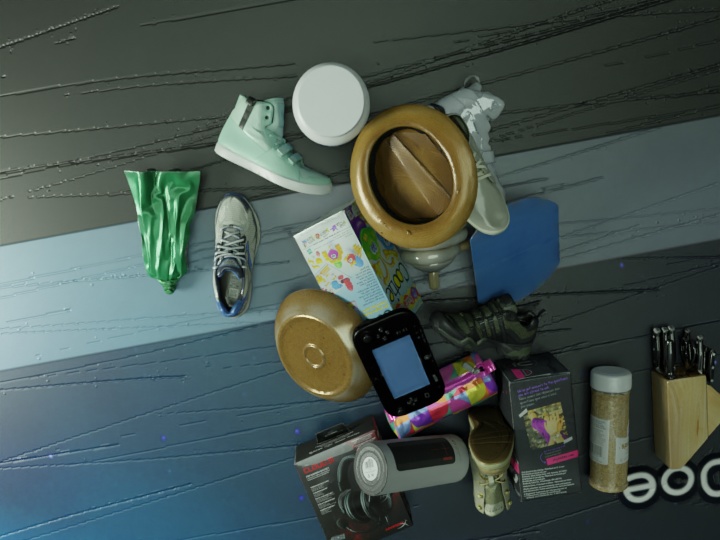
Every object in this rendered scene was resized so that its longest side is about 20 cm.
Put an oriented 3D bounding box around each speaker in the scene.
[{"bbox_3d":[0.085,0.310,1.182,0.197,0.081,0.083,7,100,-42],"label":"speaker"}]

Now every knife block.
[{"bbox_3d":[0.526,0.205,1.243,0.175,0.064,0.201,38,96,-6],"label":"knife block"}]

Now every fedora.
[{"bbox_3d":[0.082,-0.135,1.050,0.196,0.082,0.206,3,99,21],"label":"fedora"}]

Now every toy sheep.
[{"bbox_3d":[0.112,-0.070,1.156,0.135,0.138,0.205,-10,100,-1],"label":"toy sheep"}]

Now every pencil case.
[{"bbox_3d":[0.132,0.205,1.217,0.197,0.088,0.090,-29,99,2],"label":"pencil case"}]

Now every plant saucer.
[{"bbox_3d":[-0.065,0.130,1.167,0.197,0.035,0.204,15,120,26],"label":"plant saucer"}]

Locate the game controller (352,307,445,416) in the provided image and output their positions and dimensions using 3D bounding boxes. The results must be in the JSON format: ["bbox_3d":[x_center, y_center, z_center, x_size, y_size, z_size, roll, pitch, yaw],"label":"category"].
[{"bbox_3d":[0.061,0.142,1.115,0.102,0.043,0.202,-17,126,10],"label":"game controller"}]

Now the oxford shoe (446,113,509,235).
[{"bbox_3d":[0.160,-0.146,1.089,0.074,0.058,0.203,-24,83,-14],"label":"oxford shoe"}]

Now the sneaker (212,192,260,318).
[{"bbox_3d":[-0.200,-0.020,1.170,0.075,0.085,0.205,0,98,-2],"label":"sneaker"}]

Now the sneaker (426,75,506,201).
[{"bbox_3d":[0.194,-0.205,1.163,0.114,0.075,0.201,-38,95,6],"label":"sneaker"}]

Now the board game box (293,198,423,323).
[{"bbox_3d":[0.000,0.000,1.156,0.103,0.103,0.203,-22,100,30],"label":"board game box"}]

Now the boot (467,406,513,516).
[{"bbox_3d":[0.211,0.324,1.180,0.070,0.200,0.159,-5,100,4],"label":"boot"}]

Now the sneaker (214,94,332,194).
[{"bbox_3d":[-0.120,-0.201,1.149,0.197,0.074,0.120,24,103,-3],"label":"sneaker"}]

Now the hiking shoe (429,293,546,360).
[{"bbox_3d":[0.204,0.076,1.190,0.196,0.076,0.102,13,109,-24],"label":"hiking shoe"}]

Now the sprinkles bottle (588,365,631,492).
[{"bbox_3d":[0.422,0.268,1.246,0.067,0.068,0.205,-2,99,-2],"label":"sprinkles bottle"}]

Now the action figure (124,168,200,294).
[{"bbox_3d":[-0.312,-0.059,1.176,0.115,0.055,0.205,1,105,-4],"label":"action figure"}]

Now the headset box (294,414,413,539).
[{"bbox_3d":[-0.015,0.353,1.237,0.146,0.077,0.204,-21,100,1],"label":"headset box"}]

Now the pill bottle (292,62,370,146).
[{"bbox_3d":[-0.043,-0.243,1.085,0.113,0.200,0.119,0,98,-2],"label":"pill bottle"}]

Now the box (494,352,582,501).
[{"bbox_3d":[0.289,0.254,1.211,0.103,0.122,0.205,-8,98,0],"label":"box"}]

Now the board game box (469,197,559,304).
[{"bbox_3d":[0.244,-0.038,1.187,0.155,0.039,0.203,-23,131,-9],"label":"board game box"}]
